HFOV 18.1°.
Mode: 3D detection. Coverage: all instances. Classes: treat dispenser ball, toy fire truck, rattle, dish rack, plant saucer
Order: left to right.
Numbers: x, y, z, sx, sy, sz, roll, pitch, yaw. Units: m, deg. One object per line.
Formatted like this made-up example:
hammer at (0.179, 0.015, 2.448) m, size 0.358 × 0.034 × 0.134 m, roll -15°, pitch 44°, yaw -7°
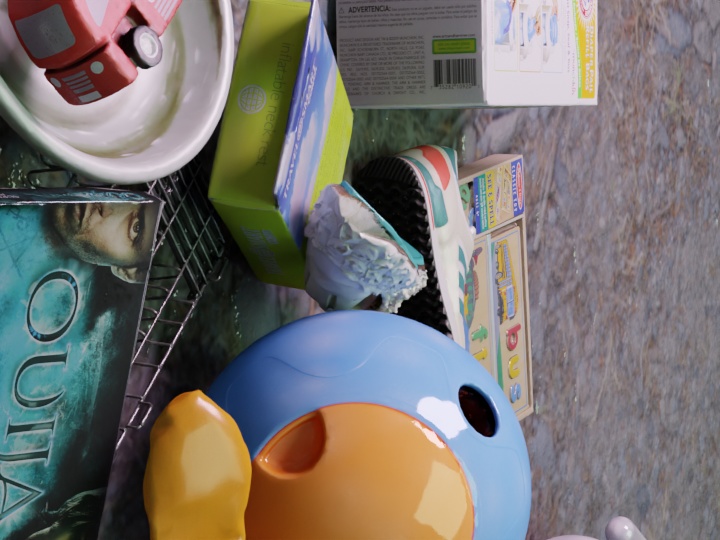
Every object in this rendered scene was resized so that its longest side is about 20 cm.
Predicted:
plant saucer at (-0.147, -0.137, 1.134) m, size 0.200 × 0.050 × 0.202 m, roll 21°, pitch 62°, yaw -46°
dish rack at (-0.139, -0.003, 1.191) m, size 0.201 × 0.054 × 0.154 m, roll -64°, pitch 146°, yaw -40°
toy fire truck at (-0.128, -0.193, 1.097) m, size 0.141 × 0.049 × 0.201 m, roll 51°, pitch 44°, yaw -27°
rattle at (-0.104, 0.158, 1.192) m, size 0.200 × 0.129 × 0.144 m, roll 102°, pitch -36°, yaw -81°
treat dispenser ball at (-0.004, 0.124, 1.273) m, size 0.201 × 0.200 × 0.203 m, roll -10°, pitch 101°, yaw -61°

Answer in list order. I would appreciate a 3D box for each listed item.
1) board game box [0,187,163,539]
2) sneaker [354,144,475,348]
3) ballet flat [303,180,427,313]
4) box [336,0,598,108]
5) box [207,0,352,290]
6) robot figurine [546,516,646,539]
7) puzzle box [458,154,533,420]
board game box at (-0.168, 0.059, 1.080) m, size 0.135 × 0.028 × 0.201 m, roll -3°, pitch 111°, yaw -47°
sneaker at (0.053, 0.010, 1.532) m, size 0.093 × 0.070 × 0.201 m, roll -28°, pitch 114°, yaw -52°
ballet flat at (0.000, 0.000, 1.321) m, size 0.200 × 0.071 × 0.072 m, roll 41°, pitch 55°, yaw -77°
box at (0.075, -0.160, 1.516) m, size 0.200 × 0.112 × 0.102 m, roll -8°, pitch 98°, yaw -62°
box at (-0.044, -0.072, 1.304) m, size 0.200 × 0.047 × 0.123 m, roll 68°, pitch 31°, yaw -73°
robot figurine at (0.175, 0.275, 1.744) m, size 0.170 × 0.112 × 0.200 m, roll -62°, pitch 146°, yaw -15°
puzzle box at (0.087, 0.024, 1.647) m, size 0.133 × 0.025 × 0.202 m, roll -25°, pitch 114°, yaw -60°
